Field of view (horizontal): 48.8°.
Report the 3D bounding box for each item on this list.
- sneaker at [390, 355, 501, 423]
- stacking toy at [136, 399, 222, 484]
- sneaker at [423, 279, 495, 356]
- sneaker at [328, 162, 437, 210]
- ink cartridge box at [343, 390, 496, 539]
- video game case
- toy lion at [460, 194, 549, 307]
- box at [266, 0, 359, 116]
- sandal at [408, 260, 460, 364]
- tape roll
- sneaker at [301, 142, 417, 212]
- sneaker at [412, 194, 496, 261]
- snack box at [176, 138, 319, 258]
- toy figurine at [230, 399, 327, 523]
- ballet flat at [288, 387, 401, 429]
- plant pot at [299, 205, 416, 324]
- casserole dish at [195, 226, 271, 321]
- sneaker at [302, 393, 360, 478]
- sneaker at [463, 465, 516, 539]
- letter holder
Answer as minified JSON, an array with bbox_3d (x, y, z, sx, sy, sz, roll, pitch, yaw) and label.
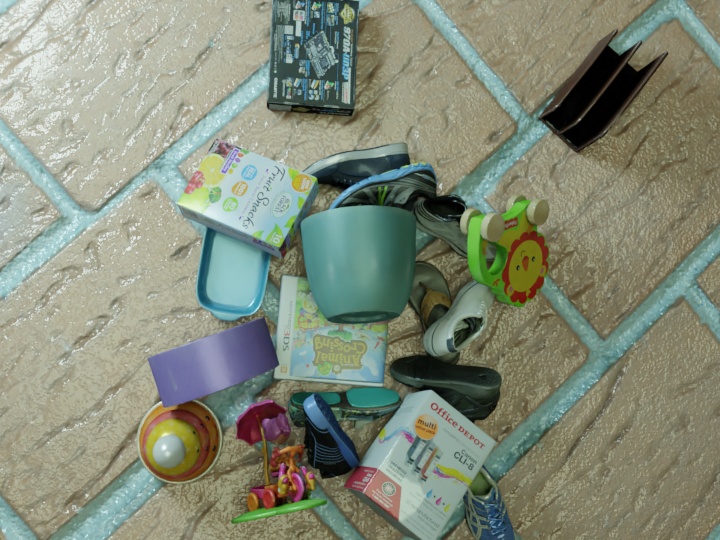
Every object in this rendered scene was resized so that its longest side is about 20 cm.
[{"bbox_3d":[0.146,0.216,1.394,0.197,0.076,0.115,9,123,14],"label":"sneaker"},{"bbox_3d":[-0.297,0.284,1.270,0.144,0.200,0.148,0,87,-7],"label":"stacking toy"},{"bbox_3d":[0.192,0.084,1.381,0.200,0.070,0.074,-45,122,-34],"label":"sneaker"},{"bbox_3d":[0.038,-0.118,1.330,0.197,0.071,0.084,-19,88,-3],"label":"sneaker"},{"bbox_3d":[0.097,0.320,1.309,0.145,0.145,0.201,38,72,-3],"label":"ink cartridge box"},{"bbox_3d":[-0.049,0.107,1.404,0.197,0.022,0.185,5,86,-8],"label":"video game case"},{"bbox_3d":[0.262,-0.025,1.389,0.198,0.068,0.194,-18,113,-38],"label":"toy lion"},{"bbox_3d":[-0.085,-0.385,1.416,0.157,0.046,0.203,2,86,-8],"label":"box"},{"bbox_3d":[0.133,0.079,1.413,0.081,0.055,0.203,-13,88,-8],"label":"sandal"},{"bbox_3d":[-0.237,0.147,1.286,0.198,0.200,0.086,-20,90,-8],"label":"tape roll"},{"bbox_3d":[0.004,-0.136,1.398,0.200,0.077,0.148,-12,86,-9],"label":"sneaker"},{"bbox_3d":[0.188,-0.073,1.399,0.198,0.115,0.077,23,84,-6],"label":"sneaker"},{"bbox_3d":[-0.188,-0.124,1.342,0.198,0.053,0.143,23,71,12],"label":"snack box"},{"bbox_3d":[-0.144,0.306,1.311,0.149,0.199,0.187,-2,74,-37],"label":"toy figurine"},{"bbox_3d":[-0.028,0.244,1.384,0.197,0.074,0.075,1,86,-5],"label":"ballet flat"},{"bbox_3d":[0.000,0.000,1.314,0.198,0.201,0.163,-1,77,-8],"label":"plant pot"},{"bbox_3d":[-0.218,-0.013,1.380,0.119,0.039,0.203,9,86,-7],"label":"casserole dish"},{"bbox_3d":[-0.065,0.285,1.324,0.077,0.070,0.201,-25,131,2],"label":"sneaker"},{"bbox_3d":[0.217,0.416,1.393,0.075,0.077,0.202,-28,90,-9],"label":"sneaker"},{"bbox_3d":[0.440,-0.334,1.436,0.100,0.142,0.201,40,83,-4],"label":"letter holder"}]
